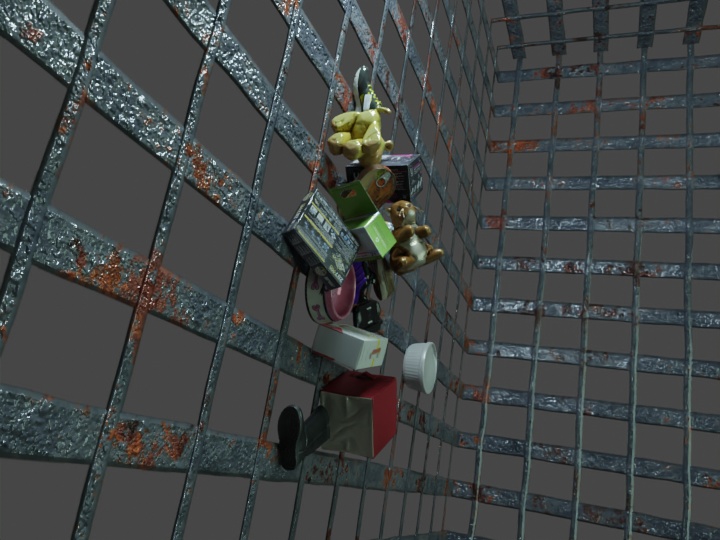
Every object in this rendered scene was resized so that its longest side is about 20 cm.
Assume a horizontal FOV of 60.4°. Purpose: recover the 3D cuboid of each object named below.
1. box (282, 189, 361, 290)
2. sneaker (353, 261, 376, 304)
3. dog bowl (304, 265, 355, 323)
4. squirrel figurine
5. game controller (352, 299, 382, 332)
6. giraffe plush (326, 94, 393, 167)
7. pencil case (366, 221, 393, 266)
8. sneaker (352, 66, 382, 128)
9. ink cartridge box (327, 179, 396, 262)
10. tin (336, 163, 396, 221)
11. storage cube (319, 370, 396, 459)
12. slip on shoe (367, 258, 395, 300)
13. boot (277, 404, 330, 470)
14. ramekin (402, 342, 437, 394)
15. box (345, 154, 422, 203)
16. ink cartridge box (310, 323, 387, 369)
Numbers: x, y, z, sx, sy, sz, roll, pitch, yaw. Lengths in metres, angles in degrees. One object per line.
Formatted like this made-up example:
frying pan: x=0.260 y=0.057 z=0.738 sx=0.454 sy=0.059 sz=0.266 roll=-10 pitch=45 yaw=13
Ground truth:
box: x=-0.092 y=-0.078 z=1.564 sx=0.201 sy=0.049 sz=0.163 roll=50 pitch=41 yaw=-27
sneaker: x=0.000 y=0.000 z=1.802 sx=0.070 sy=0.097 sz=0.205 roll=-90 pitch=-176 yaw=-85
dog bowl: x=-0.075 y=0.046 z=1.678 sx=0.199 sy=0.072 sz=0.205 roll=3 pitch=90 yaw=-68
squirrel figurine: x=0.122 y=-0.094 z=1.755 sx=0.200 sy=0.139 sz=0.190 roll=133 pitch=-61 yaw=-69
game controller: x=0.022 y=0.157 z=1.987 sx=0.199 sy=0.041 sz=0.107 roll=-14 pitch=92 yaw=-67
giraffe plush: x=0.012 y=-0.359 z=1.733 sx=0.202 sy=0.170 sz=0.163 roll=-63 pitch=155 yaw=-22
pencil case: x=0.050 y=-0.072 z=1.944 sx=0.084 sy=0.090 sz=0.201 roll=52 pitch=40 yaw=-19
sneaker: x=0.028 y=-0.506 z=1.853 sx=0.074 sy=0.083 sz=0.205 roll=-25 pitch=115 yaw=-66
ink cartridge box: x=-0.016 y=-0.128 z=1.668 sx=0.076 sy=0.146 sz=0.202 roll=-48 pitch=115 yaw=-32
tin: x=0.014 y=-0.213 z=1.746 sx=0.111 sy=0.200 sz=0.042 roll=30 pitch=22 yaw=-39
storage cube: x=-0.005 y=0.405 z=1.768 sx=0.179 sy=0.168 sz=0.205 roll=-21 pitch=113 yaw=-64
slip on shoe: x=0.066 y=-0.003 z=1.830 sx=0.060 sy=0.076 sz=0.203 roll=-24 pitch=124 yaw=-17
boot: x=-0.134 y=0.392 z=1.579 sx=0.199 sy=0.064 sz=0.168 roll=-19 pitch=118 yaw=-63
ramekin: x=0.234 y=0.382 z=2.449 sx=0.202 sy=0.092 sz=0.207 roll=3 pitch=90 yaw=-67
box: x=0.073 y=-0.276 z=1.838 sx=0.132 sy=0.196 sz=0.117 roll=-48 pitch=137 yaw=-57
ink cartridge box: x=-0.026 y=0.206 z=1.710 sx=0.199 sy=0.143 sz=0.085 roll=15 pitch=92 yaw=-68
